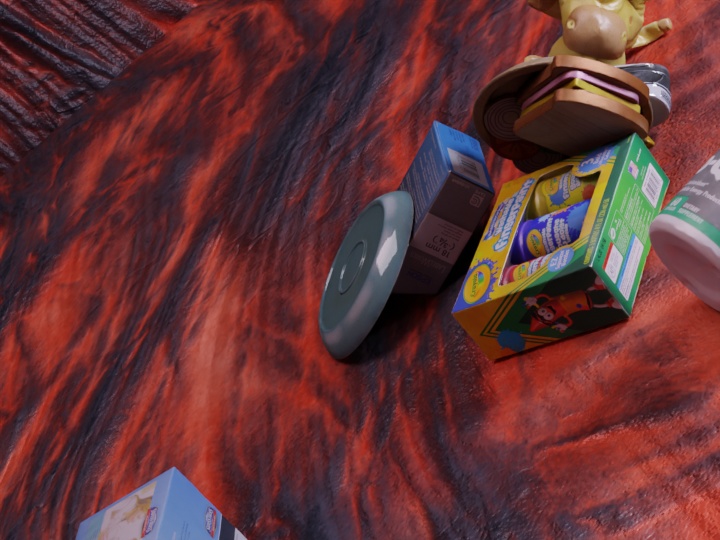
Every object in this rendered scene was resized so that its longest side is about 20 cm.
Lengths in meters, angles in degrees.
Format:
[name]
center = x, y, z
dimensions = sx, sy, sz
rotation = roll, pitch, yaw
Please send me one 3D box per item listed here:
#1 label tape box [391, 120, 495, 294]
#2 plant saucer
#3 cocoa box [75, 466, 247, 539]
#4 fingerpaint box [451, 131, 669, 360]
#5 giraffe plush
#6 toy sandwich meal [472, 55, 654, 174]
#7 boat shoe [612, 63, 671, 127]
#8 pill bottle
[label tape box]
center = 0.068, -0.045, 1.732
dimensions = 0.201, 0.063, 0.145
rotation = -60, 16, 23
[plant saucer]
center = 0.000, 0.000, 1.728
dimensions = 0.201, 0.027, 0.201
rotation = -58, 17, 30
[cocoa box]
center = -0.195, 0.313, 1.460
dimensions = 0.133, 0.131, 0.201
rotation = -32, 25, 21
[fingerpaint box]
center = 0.195, -0.025, 1.512
dimensions = 0.166, 0.073, 0.201
rotation = -21, 31, 39
[giraffe plush]
center = 0.254, -0.267, 1.726
dimensions = 0.171, 0.201, 0.163
rotation = 2, 48, 24
[toy sandwich meal]
center = 0.208, -0.143, 1.579
dimensions = 0.204, 0.204, 0.071
rotation = -21, 50, 38
[boat shoe]
center = 0.228, -0.185, 1.648
dimensions = 0.197, 0.074, 0.069
rotation = -8, 51, 22
[pill bottle]
center = 0.345, -0.068, 1.305
dimensions = 0.200, 0.113, 0.113
rotation = -46, 24, -9
